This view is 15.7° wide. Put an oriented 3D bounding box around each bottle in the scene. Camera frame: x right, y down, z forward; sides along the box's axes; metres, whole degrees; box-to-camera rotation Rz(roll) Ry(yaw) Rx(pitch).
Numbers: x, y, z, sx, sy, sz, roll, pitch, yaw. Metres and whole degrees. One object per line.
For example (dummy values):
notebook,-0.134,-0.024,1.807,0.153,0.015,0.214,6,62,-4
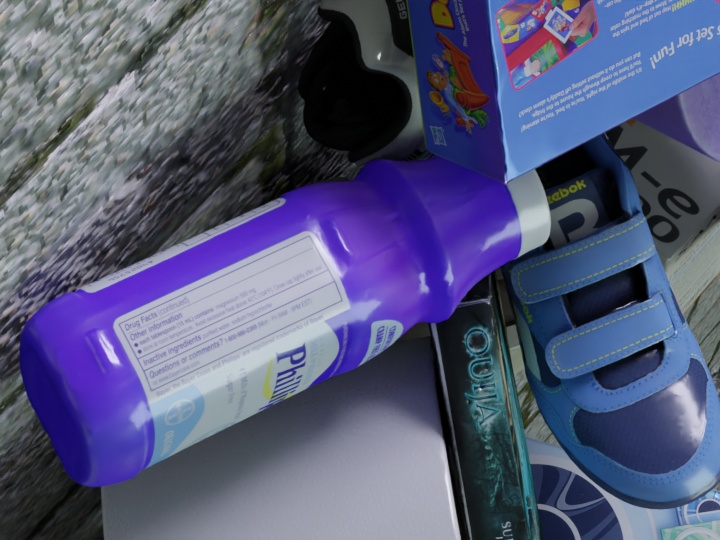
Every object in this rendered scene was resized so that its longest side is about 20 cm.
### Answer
bottle,-0.025,0.009,0.952,0.199,0.065,0.084,-25,165,-19

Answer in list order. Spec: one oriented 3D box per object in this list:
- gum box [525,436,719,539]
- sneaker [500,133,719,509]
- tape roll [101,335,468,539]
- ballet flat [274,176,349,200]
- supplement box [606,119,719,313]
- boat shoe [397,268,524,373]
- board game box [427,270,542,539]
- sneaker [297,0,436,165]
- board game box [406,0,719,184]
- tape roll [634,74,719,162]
gum box,0.072,0.166,1.204,0.045,0.199,0.171,87,19,-70
sneaker,0.094,0.006,1.092,0.074,0.201,0.082,-23,163,-3
tape roll,-0.018,0.137,1.077,0.138,0.204,0.203,-10,168,4
ballet flat,0.000,0.000,1.150,0.067,0.047,0.200,-25,168,6
supplement box,0.129,-0.040,1.357,0.074,0.126,0.200,-47,167,-11
boat shoe,0.008,0.035,1.273,0.199,0.060,0.072,-13,158,-39
board game box,0.054,0.067,1.090,0.028,0.136,0.200,-10,-174,4
sneaker,0.012,-0.070,1.014,0.087,0.076,0.200,-31,158,-17
board game box,0.104,-0.133,0.927,0.199,0.045,0.135,-27,124,-30
tape roll,0.163,-0.151,1.088,0.200,0.085,0.201,-32,139,-34
